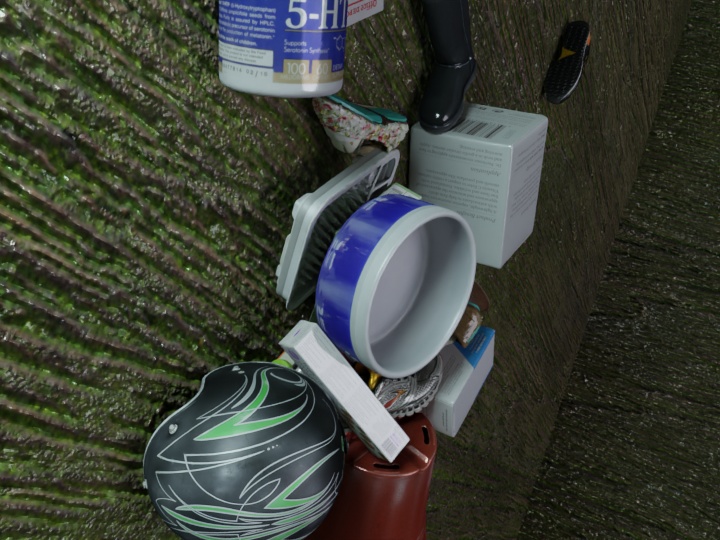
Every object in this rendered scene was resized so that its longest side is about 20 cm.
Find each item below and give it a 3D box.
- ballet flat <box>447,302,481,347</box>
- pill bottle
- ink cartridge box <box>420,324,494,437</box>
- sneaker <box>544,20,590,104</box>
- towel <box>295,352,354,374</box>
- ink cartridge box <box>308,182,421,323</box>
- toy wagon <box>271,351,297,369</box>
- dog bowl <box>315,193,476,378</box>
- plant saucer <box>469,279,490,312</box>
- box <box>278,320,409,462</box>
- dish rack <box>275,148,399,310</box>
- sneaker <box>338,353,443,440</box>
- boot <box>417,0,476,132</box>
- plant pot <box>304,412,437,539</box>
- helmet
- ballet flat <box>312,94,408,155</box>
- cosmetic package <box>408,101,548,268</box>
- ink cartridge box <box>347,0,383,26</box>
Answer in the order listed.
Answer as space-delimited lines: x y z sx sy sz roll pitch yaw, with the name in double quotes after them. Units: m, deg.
0.068 0.072 1.090 0.068 0.199 0.073 51 52 -55 "ballet flat"
-0.069 -0.268 0.722 0.120 0.119 0.201 -31 131 -54 "pill bottle"
0.074 0.128 1.140 0.147 0.199 0.086 -52 148 -36 "ink cartridge box"
0.461 -0.439 1.728 0.090 0.070 0.201 41 66 -58 "sneaker"
-0.007 0.074 0.993 0.200 0.023 0.144 -54 159 -11 "towel"
0.000 0.000 1.021 0.146 0.048 0.200 -44 159 -44 "ink cartridge box"
-0.090 0.191 1.035 0.155 0.039 0.201 23 85 -64 "toy wagon"
0.044 0.017 0.906 0.200 0.079 0.201 -29 130 -40 "dog bowl"
0.093 0.004 1.125 0.037 0.200 0.201 -49 149 -10 "plant saucer"
-0.016 0.142 0.917 0.041 0.039 0.200 -48 116 -21 "box"
-0.034 -0.059 0.957 0.200 0.043 0.172 -43 161 -46 "dish rack"
0.029 0.146 1.003 0.200 0.078 0.082 -23 138 -32 "sneaker"
0.113 -0.320 1.110 0.200 0.065 0.165 75 31 -52 "boot"
0.012 0.287 1.073 0.201 0.200 0.196 -39 147 -50 "plant pot"
-0.119 0.205 0.837 0.191 0.199 0.201 -59 156 -63 "helmet"
0.000 -0.172 0.973 0.200 0.076 0.064 -2 123 -59 "ballet flat"
0.181 -0.139 1.238 0.165 0.164 0.201 -39 139 -50 "cosmetic package"
-0.029 -0.323 0.827 0.116 0.067 0.201 -43 141 -47 "ink cartridge box"
